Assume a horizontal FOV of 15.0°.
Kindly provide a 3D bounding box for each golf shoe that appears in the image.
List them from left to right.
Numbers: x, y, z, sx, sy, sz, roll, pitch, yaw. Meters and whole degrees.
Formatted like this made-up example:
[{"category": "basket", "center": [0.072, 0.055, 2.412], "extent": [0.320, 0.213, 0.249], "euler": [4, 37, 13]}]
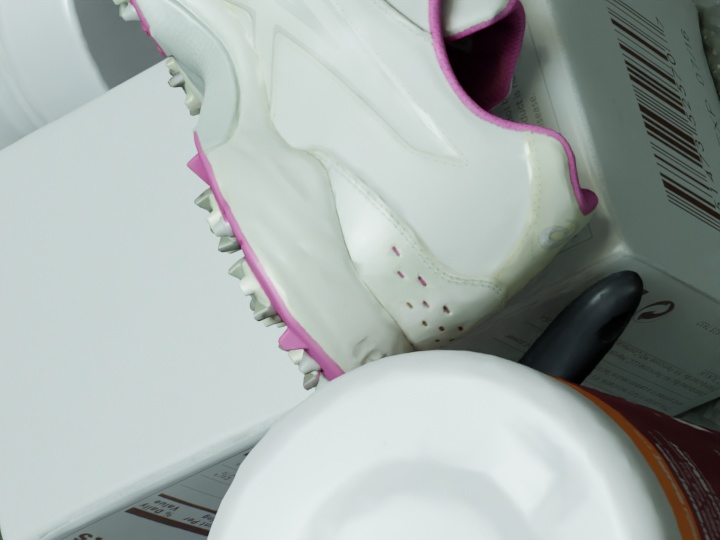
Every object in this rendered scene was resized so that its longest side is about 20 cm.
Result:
[{"category": "golf shoe", "center": [-0.010, -0.062, 0.677], "extent": [0.091, 0.075, 0.200], "euler": [-29, 62, 6]}]

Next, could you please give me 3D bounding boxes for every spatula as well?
[{"category": "spatula", "center": [0.024, 0.067, 0.711], "extent": [0.021, 0.056, 0.200], "euler": [49, 134, 24]}]

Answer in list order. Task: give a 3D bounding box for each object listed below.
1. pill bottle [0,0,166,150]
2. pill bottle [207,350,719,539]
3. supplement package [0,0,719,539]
[{"category": "pill bottle", "center": [-0.143, -0.072, 0.877], "extent": [0.199, 0.114, 0.115], "euler": [-8, 72, 32]}, {"category": "pill bottle", "center": [0.059, 0.088, 0.638], "extent": [0.114, 0.200, 0.115], "euler": [-7, 76, 28]}, {"category": "supplement package", "center": [0.000, 0.000, 0.758], "extent": [0.200, 0.117, 0.117], "euler": [-26, 64, 24]}]
